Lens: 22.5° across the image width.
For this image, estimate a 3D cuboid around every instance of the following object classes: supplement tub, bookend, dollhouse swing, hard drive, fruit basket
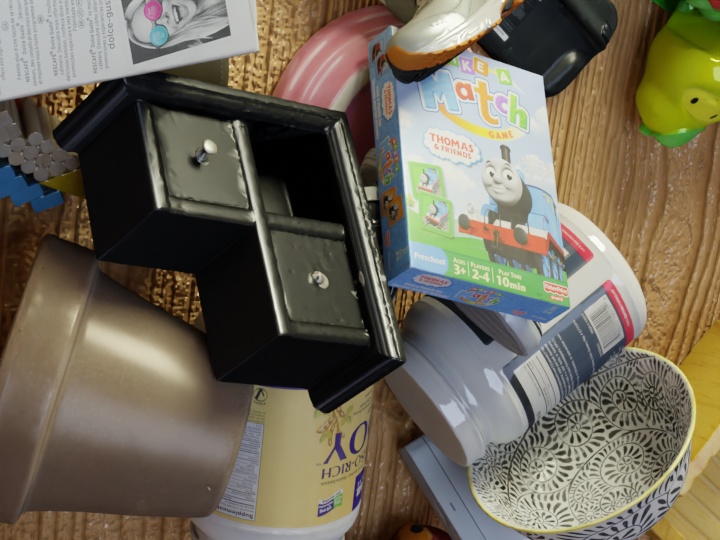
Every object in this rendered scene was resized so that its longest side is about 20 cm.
[{"bbox_3d":[-0.066,0.130,1.413,0.144,0.145,0.202,-5,112,-29],"label":"supplement tub"},{"bbox_3d":[-0.090,-0.018,1.233,0.199,0.200,0.092,9,148,-40],"label":"bookend"},{"bbox_3d":[0.125,0.052,1.497,0.199,0.140,0.141,-38,124,-12],"label":"supplement tub"},{"bbox_3d":[0.347,0.184,1.675,0.176,0.182,0.200,41,86,-15],"label":"dollhouse swing"},{"bbox_3d":[0.150,0.161,1.580,0.199,0.027,0.133,-30,83,-19],"label":"hard drive"},{"bbox_3d":[0.313,-0.200,1.517,0.214,0.155,0.218,-3,94,-37],"label":"fruit basket"}]

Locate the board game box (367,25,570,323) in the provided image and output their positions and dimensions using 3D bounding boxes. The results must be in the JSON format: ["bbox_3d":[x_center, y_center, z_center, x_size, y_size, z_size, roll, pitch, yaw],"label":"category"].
[{"bbox_3d":[0.080,-0.071,1.349,0.150,0.037,0.202,13,59,-32],"label":"board game box"}]

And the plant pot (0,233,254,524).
[{"bbox_3d":[-0.171,0.094,1.274,0.173,0.200,0.202,17,102,-9],"label":"plant pot"}]

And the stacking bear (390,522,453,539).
[{"bbox_3d":[0.006,0.285,1.546,0.199,0.121,0.115,-28,119,-27],"label":"stacking bear"}]

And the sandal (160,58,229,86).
[{"bbox_3d":[-0.148,-0.115,1.320,0.077,0.070,0.213,-13,138,-23],"label":"sandal"}]

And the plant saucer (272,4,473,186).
[{"bbox_3d":[0.022,-0.106,1.428,0.199,0.051,0.203,-11,114,-27],"label":"plant saucer"}]

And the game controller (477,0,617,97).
[{"bbox_3d":[0.127,-0.225,1.456,0.104,0.042,0.200,-42,125,8],"label":"game controller"}]

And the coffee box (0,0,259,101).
[{"bbox_3d":[-0.198,-0.242,1.151,0.196,0.199,0.202,-15,117,-25],"label":"coffee box"}]

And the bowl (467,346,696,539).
[{"bbox_3d":[0.198,0.167,1.505,0.200,0.200,0.095,-39,126,-11],"label":"bowl"}]

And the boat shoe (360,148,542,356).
[{"bbox_3d":[0.085,-0.027,1.390,0.071,0.072,0.201,-40,99,-17],"label":"boat shoe"}]

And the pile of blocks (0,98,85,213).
[{"bbox_3d":[-0.255,-0.094,1.268,0.199,0.062,0.082,26,114,-31],"label":"pile of blocks"}]

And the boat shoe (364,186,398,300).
[{"bbox_3d":[0.000,0.000,1.393,0.071,0.200,0.068,-13,73,-3],"label":"boat shoe"}]

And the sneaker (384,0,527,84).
[{"bbox_3d":[0.067,-0.213,1.334,0.092,0.076,0.200,52,48,-5],"label":"sneaker"}]

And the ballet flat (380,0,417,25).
[{"bbox_3d":[0.009,-0.259,1.358,0.063,0.068,0.201,-12,118,13],"label":"ballet flat"}]
